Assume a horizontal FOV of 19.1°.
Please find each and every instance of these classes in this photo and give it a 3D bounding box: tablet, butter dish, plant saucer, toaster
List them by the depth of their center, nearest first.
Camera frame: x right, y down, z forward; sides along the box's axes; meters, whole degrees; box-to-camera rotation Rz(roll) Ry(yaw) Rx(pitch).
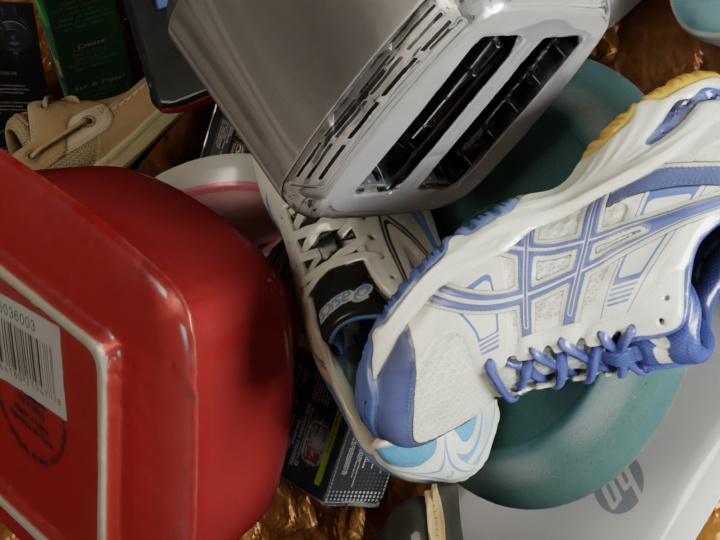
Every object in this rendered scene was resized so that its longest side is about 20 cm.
[{"bbox_3d":[0.015,-0.112,0.868,0.200,0.113,0.130,-49,60,37],"label":"toaster"},{"bbox_3d":[0.066,0.003,0.935,0.200,0.027,0.201,-9,78,49],"label":"plant saucer"},{"bbox_3d":[-0.091,0.038,0.955,0.200,0.147,0.200,34,132,40],"label":"butter dish"},{"bbox_3d":[0.107,0.084,0.969,0.130,0.014,0.201,42,112,39],"label":"tablet"}]

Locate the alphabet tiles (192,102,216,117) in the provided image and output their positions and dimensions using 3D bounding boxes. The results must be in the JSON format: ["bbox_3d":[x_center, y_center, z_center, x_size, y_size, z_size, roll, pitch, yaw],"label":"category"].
[{"bbox_3d":[-0.043,-0.176,1.160,0.166,0.006,0.201,20,97,43],"label":"alphabet tiles"}]

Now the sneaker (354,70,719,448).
[{"bbox_3d":[0.088,0.011,0.822,0.200,0.075,0.088,-40,61,5],"label":"sneaker"}]

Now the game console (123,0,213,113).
[{"bbox_3d":[-0.048,-0.194,1.089,0.176,0.031,0.201,-20,67,6],"label":"game console"}]

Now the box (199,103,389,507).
[{"bbox_3d":[-0.027,-0.003,1.085,0.160,0.044,0.201,26,102,41],"label":"box"}]

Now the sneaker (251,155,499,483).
[{"bbox_3d":[0.000,0.000,0.929,0.072,0.072,0.201,-33,63,14],"label":"sneaker"}]

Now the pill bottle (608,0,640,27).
[{"bbox_3d":[0.054,-0.202,0.989,0.114,0.114,0.200,-48,63,27],"label":"pill bottle"}]

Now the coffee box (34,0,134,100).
[{"bbox_3d":[-0.165,-0.182,1.165,0.044,0.200,0.123,-15,65,-7],"label":"coffee box"}]

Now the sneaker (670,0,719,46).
[{"bbox_3d":[0.196,-0.155,0.875,0.200,0.082,0.074,-28,64,37],"label":"sneaker"}]

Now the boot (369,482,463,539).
[{"bbox_3d":[-0.030,0.157,0.940,0.200,0.138,0.078,104,167,-52],"label":"boot"}]

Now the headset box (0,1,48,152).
[{"bbox_3d":[-0.242,-0.041,1.232,0.174,0.092,0.201,-43,53,56],"label":"headset box"}]

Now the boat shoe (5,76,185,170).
[{"bbox_3d":[-0.157,-0.063,1.128,0.065,0.200,0.071,46,152,-3],"label":"boat shoe"}]

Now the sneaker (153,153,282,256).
[{"bbox_3d":[-0.090,0.017,1.059,0.200,0.075,0.105,-27,64,46],"label":"sneaker"}]
